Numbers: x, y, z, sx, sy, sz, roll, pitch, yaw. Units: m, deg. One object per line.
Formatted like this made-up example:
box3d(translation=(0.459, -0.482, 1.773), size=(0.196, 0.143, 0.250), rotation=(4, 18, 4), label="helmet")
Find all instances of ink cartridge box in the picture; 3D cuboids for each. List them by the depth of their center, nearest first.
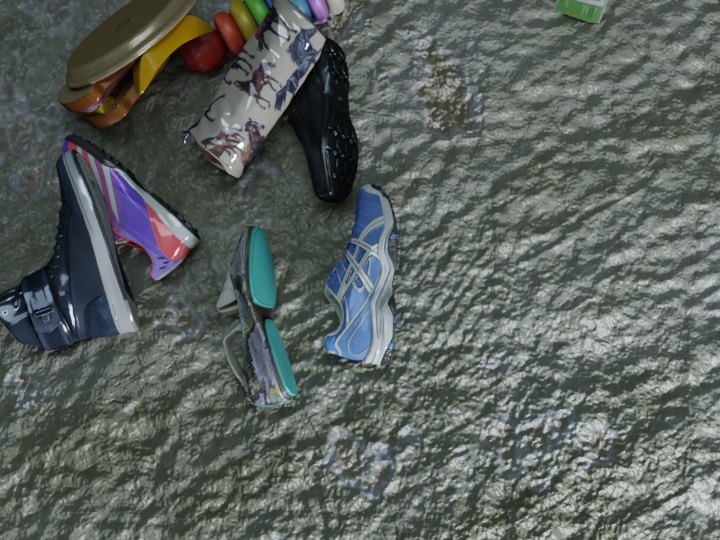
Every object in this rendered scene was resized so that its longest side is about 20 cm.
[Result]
box3d(translation=(0.290, -0.410, 1.397), size=(0.058, 0.104, 0.203), rotation=(17, 72, 6), label="ink cartridge box")

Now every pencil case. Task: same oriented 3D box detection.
box3d(translation=(-0.116, -0.209, 1.315), size=(0.089, 0.078, 0.201), rotation=(37, 96, 35), label="pencil case")

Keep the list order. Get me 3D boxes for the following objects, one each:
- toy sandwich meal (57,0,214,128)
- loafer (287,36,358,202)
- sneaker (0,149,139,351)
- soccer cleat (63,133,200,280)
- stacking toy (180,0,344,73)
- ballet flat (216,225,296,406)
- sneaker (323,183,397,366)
box3d(translation=(-0.253, -0.246, 1.337), size=(0.205, 0.205, 0.071), rotation=(-43, 118, -12), label="toy sandwich meal")
box3d(translation=(-0.047, -0.168, 1.343), size=(0.070, 0.068, 0.204), rotation=(-19, 66, 33), label="loafer")
box3d(translation=(-0.331, -0.015, 1.253), size=(0.144, 0.077, 0.206), rotation=(-14, 100, -2), label="sneaker")
box3d(translation=(-0.269, -0.074, 1.310), size=(0.199, 0.068, 0.073), rotation=(40, 87, 12), label="soccer cleat")
box3d(translation=(-0.120, -0.293, 1.380), size=(0.198, 0.085, 0.086), rotation=(-32, 74, -2), label="stacking toy")
box3d(translation=(-0.121, 0.051, 1.268), size=(0.071, 0.072, 0.204), rotation=(-11, 71, -4), label="ballet flat")
box3d(translation=(0.000, 0.000, 1.276), size=(0.076, 0.076, 0.204), rotation=(3, 70, -4), label="sneaker")
